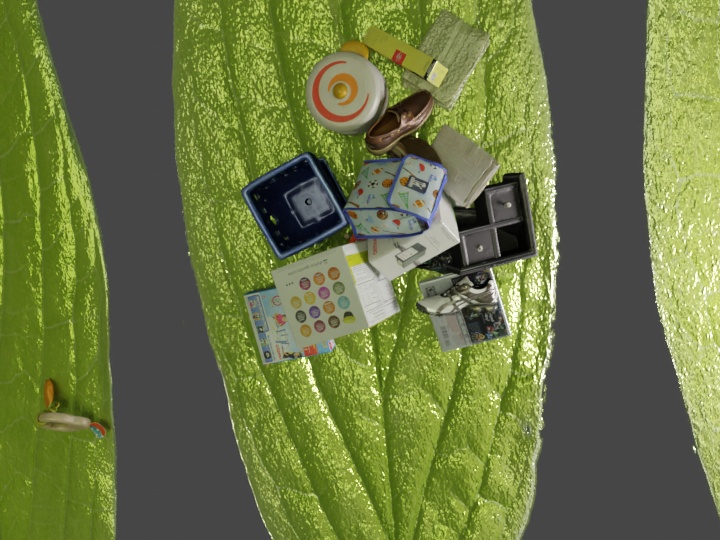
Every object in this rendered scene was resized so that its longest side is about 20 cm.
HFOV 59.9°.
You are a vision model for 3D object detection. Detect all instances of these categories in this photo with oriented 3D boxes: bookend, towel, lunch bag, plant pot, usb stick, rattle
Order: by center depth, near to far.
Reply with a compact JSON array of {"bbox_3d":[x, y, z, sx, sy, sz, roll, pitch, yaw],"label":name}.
[{"bbox_3d":[0.083,-0.165,1.400,0.200,0.170,0.124,4,145,28],"label":"lunch bag"},{"bbox_3d":[0.292,-0.111,1.463,0.199,0.092,0.200,-13,100,-11],"label":"bookend"},{"bbox_3d":[0.223,-0.248,1.467,0.133,0.034,0.200,-55,51,14],"label":"towel"},{"bbox_3d":[0.199,-0.496,1.477,0.148,0.036,0.200,32,106,5],"label":"towel"},{"bbox_3d":[-0.139,-0.163,1.531,0.200,0.180,0.200,-27,94,15],"label":"plant pot"},{"bbox_3d":[0.205,-0.131,1.537,0.200,0.033,0.056,3,112,5],"label":"usb stick"},{"bbox_3d":[-0.844,0.415,1.856,0.200,0.143,0.130,2,134,-4],"label":"rattle"}]

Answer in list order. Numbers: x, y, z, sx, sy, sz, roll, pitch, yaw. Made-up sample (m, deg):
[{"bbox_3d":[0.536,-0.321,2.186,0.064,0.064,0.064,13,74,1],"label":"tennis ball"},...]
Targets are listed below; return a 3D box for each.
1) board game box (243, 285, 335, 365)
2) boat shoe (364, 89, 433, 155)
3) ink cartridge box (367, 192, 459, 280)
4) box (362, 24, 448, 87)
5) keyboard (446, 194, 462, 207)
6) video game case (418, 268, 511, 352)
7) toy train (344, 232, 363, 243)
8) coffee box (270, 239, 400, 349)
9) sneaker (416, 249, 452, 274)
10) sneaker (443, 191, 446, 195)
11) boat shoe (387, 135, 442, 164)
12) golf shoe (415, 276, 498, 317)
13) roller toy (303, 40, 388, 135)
[{"bbox_3d":[-0.187,0.134,1.660,0.196,0.056,0.200,-12,98,13],"label":"board game box"},{"bbox_3d":[0.092,-0.351,1.449,0.200,0.068,0.072,-42,68,-6],"label":"boat shoe"},{"bbox_3d":[0.119,-0.089,1.462,0.200,0.146,0.084,-30,128,25],"label":"ink cartridge box"},{"bbox_3d":[0.102,-0.496,1.445,0.200,0.075,0.050,38,107,22],"label":"box"},{"bbox_3d":[0.205,-0.121,1.561,0.056,0.011,0.200,26,105,0],"label":"keyboard"},{"bbox_3d":[0.263,0.095,1.565,0.182,0.023,0.200,-16,107,14],"label":"video game case"},{"bbox_3d":[0.000,0.000,1.603,0.150,0.056,0.200,33,109,17],"label":"toy train"},{"bbox_3d":[-0.054,0.052,1.494,0.200,0.200,0.198,-19,90,25],"label":"coffee box"},{"bbox_3d":[0.184,-0.023,1.540,0.200,0.079,0.075,5,103,1],"label":"sneaker"},{"bbox_3d":[0.109,-0.206,1.529,0.200,0.073,0.085,1,103,12],"label":"sneaker"},{"bbox_3d":[0.111,-0.280,1.504,0.200,0.072,0.072,38,61,17],"label":"boat shoe"},{"bbox_3d":[0.231,0.059,1.508,0.200,0.078,0.095,-4,107,-2],"label":"golf shoe"},{"bbox_3d":[-0.030,-0.418,1.477,0.200,0.140,0.183,-35,89,15],"label":"roller toy"}]
